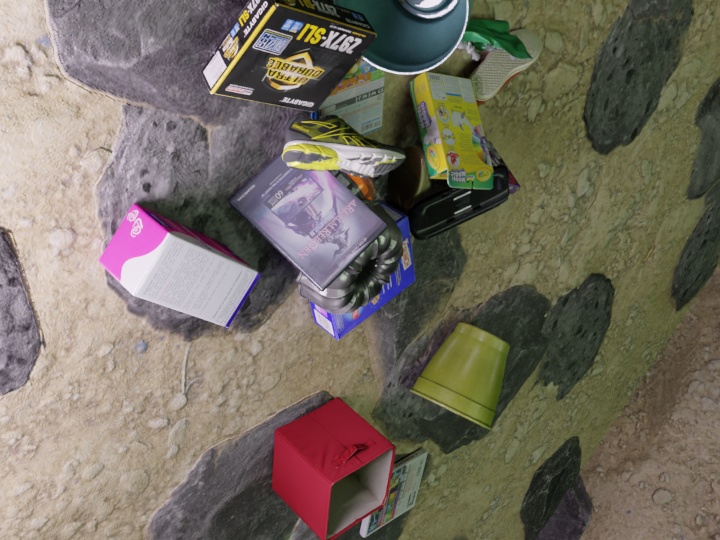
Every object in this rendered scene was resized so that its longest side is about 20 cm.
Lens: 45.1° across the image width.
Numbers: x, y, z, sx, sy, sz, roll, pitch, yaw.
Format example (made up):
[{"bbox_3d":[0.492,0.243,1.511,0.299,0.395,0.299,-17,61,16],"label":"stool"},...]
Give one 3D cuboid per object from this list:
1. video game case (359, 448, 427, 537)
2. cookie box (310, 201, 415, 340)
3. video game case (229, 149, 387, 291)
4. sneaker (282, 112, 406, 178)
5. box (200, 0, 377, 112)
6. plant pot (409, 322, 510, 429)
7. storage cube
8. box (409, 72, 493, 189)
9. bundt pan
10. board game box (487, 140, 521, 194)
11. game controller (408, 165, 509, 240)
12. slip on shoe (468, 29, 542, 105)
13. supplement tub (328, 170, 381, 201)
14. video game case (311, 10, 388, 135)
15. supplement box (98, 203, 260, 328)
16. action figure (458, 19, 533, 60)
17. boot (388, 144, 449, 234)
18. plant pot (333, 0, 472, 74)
[{"bbox_3d":[0.082,0.554,2.163,0.182,0.023,0.201,-21,134,-38],"label":"video game case"},{"bbox_3d":[0.000,0.000,1.567,0.200,0.075,0.172,-36,140,-23],"label":"cookie box"},{"bbox_3d":[-0.079,-0.085,1.312,0.143,0.200,0.019,-45,168,-13],"label":"video game case"},{"bbox_3d":[-0.022,-0.196,1.309,0.199,0.085,0.074,4,160,-25],"label":"sneaker"},{"bbox_3d":[-0.096,-0.298,1.188,0.200,0.049,0.160,0,142,-49],"label":"box"},{"bbox_3d":[0.241,0.228,1.955,0.200,0.200,0.194,36,78,-55],"label":"plant pot"},{"bbox_3d":[-0.057,0.394,1.736,0.171,0.180,0.201,-23,133,-36],"label":"storage cube"},{"bbox_3d":[0.157,-0.229,1.465,0.117,0.201,0.048,-1,162,-40],"label":"box"},{"bbox_3d":[-0.005,-0.011,1.395,0.202,0.076,0.202,-38,151,-25],"label":"bundt pan"},{"bbox_3d":[0.211,-0.204,1.606,0.032,0.120,0.200,-39,155,31],"label":"board game box"},{"bbox_3d":[0.179,-0.121,1.555,0.199,0.042,0.105,-25,141,-8],"label":"game controller"},{"bbox_3d":[0.257,-0.371,1.579,0.200,0.074,0.061,-46,179,-21],"label":"slip on shoe"},{"bbox_3d":[-0.049,-0.118,1.388,0.200,0.107,0.107,-45,143,-13],"label":"supplement tub"},{"bbox_3d":[-0.018,-0.295,1.356,0.143,0.018,0.201,-26,136,-33],"label":"video game case"},{"bbox_3d":[-0.257,-0.003,1.249,0.104,0.101,0.200,-58,145,5],"label":"supplement box"},{"bbox_3d":[0.186,-0.391,1.457,0.199,0.118,0.055,-3,133,-38],"label":"action figure"},{"bbox_3d":[0.129,-0.163,1.585,0.154,0.072,0.201,-27,143,-31],"label":"boot"},{"bbox_3d":[0.077,-0.402,1.253,0.134,0.199,0.201,-54,156,-51],"label":"plant pot"}]
